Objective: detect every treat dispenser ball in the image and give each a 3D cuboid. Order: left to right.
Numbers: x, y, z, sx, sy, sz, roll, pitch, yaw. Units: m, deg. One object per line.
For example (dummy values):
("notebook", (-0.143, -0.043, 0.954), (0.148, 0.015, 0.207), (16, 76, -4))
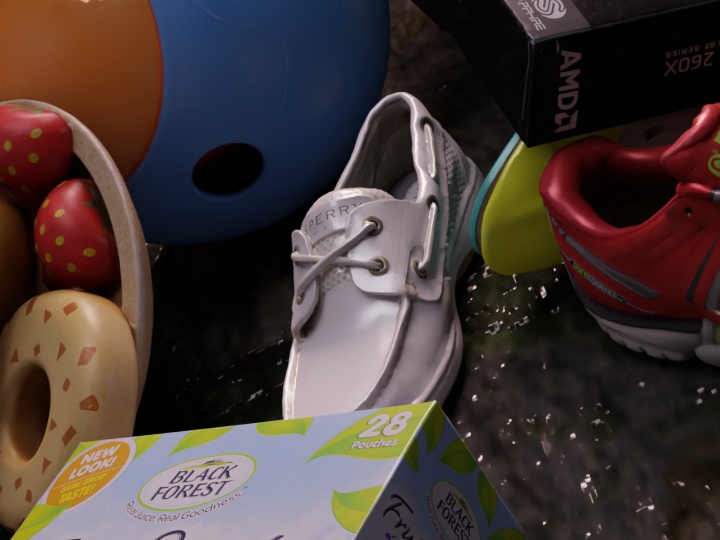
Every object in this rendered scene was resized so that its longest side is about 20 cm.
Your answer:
("treat dispenser ball", (-0.086, -0.112, 0.825), (0.201, 0.201, 0.201), (-26, 27, 14))

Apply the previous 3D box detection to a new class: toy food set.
("toy food set", (-0.159, 0.028, 0.735), (0.198, 0.049, 0.200), (-24, 68, 39))

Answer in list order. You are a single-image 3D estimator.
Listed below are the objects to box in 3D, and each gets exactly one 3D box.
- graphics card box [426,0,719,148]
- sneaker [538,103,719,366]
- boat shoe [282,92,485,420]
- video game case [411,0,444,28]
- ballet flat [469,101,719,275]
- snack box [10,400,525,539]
("graphics card box", (0.127, -0.119, 0.649), (0.200, 0.051, 0.126), (-14, 45, -15))
("sneaker", (0.130, -0.013, 0.542), (0.200, 0.085, 0.077), (0, 43, 50))
("boat shoe", (0.000, 0.000, 0.685), (0.071, 0.069, 0.200), (-19, 30, 24))
("video game case", (0.061, -0.243, 0.972), (0.200, 0.143, 0.019), (-44, -7, -22))
("ballet flat", (0.124, -0.065, 0.674), (0.067, 0.067, 0.200), (24, 57, 35))
("snack box", (-0.066, 0.135, 0.531), (0.168, 0.068, 0.200), (-11, 32, 39))
